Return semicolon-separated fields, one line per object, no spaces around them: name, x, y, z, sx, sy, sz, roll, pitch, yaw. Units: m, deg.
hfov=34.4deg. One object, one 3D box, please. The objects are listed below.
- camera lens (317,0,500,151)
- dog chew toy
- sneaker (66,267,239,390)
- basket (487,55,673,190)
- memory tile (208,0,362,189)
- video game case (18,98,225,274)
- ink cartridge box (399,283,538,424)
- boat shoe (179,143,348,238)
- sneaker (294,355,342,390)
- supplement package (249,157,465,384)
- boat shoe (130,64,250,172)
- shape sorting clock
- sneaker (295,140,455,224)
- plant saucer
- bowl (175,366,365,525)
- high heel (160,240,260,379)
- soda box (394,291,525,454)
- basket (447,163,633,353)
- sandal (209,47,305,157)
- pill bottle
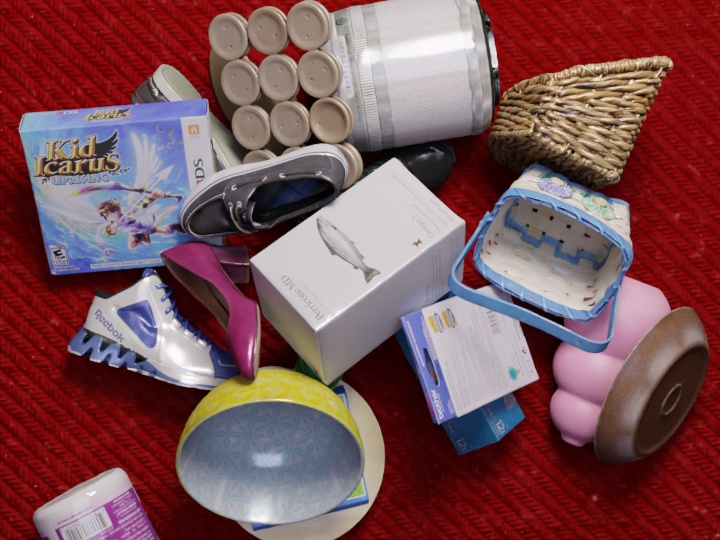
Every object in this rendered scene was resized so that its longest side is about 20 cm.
camera lens;0.049;-0.221;1.297;0.198;0.160;0.162;-9;88;0
dog chew toy;0.278;0.105;1.337;0.123;0.125;0.202;19;93;-5
sneaker;-0.219;0.062;1.301;0.197;0.081;0.116;15;88;-4
basket;0.232;-0.182;1.302;0.142;0.200;0.150;25;87;-3
memory tile;-0.079;-0.181;1.241;0.152;0.017;0.202;-2;110;30
video game case;-0.254;-0.088;1.269;0.197;0.046;0.183;-5;123;-3
ink cartridge box;0.111;0.088;1.256;0.199;0.042;0.121;-15;86;-51
boat shoe;-0.105;-0.070;1.222;0.198;0.067;0.070;-16;124;14
sneaker;-0.018;0.043;1.316;0.073;0.084;0.202;17;75;-2
supplement package;0.000;0.000;1.227;0.199;0.118;0.117;-37;63;-18
boat shoe;-0.178;-0.138;1.324;0.060;0.072;0.202;-35;101;20
shape sorting clock;-0.071;0.213;1.330;0.197;0.039;0.203;1;83;-5
sneaker;0.022;-0.087;1.326;0.198;0.082;0.074;-25;113;-3
plant saucer;0.337;0.138;1.309;0.037;0.200;0.201;31;83;35
bowl;-0.096;0.168;1.247;0.198;0.108;0.202;-2;131;-2
high heel;-0.157;0.043;1.222;0.095;0.201;0.068;-3;126;-12
soda box;0.104;0.102;1.330;0.064;0.068;0.201;-30;92;-47
basket;0.196;-0.013;1.235;0.175;0.140;0.201;23;48;4
sandal;-0.095;-0.177;1.338;0.069;0.078;0.213;-18;69;-43
pill bottle;-0.265;0.328;1.269;0.111;0.112;0.202;-26;91;-7
